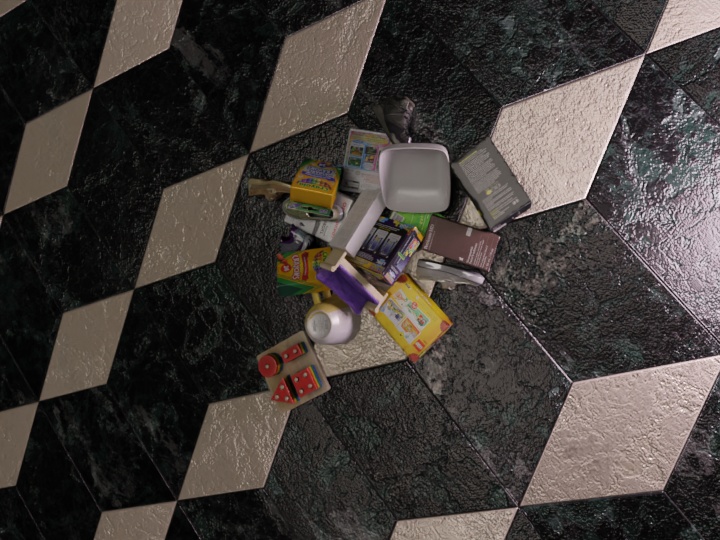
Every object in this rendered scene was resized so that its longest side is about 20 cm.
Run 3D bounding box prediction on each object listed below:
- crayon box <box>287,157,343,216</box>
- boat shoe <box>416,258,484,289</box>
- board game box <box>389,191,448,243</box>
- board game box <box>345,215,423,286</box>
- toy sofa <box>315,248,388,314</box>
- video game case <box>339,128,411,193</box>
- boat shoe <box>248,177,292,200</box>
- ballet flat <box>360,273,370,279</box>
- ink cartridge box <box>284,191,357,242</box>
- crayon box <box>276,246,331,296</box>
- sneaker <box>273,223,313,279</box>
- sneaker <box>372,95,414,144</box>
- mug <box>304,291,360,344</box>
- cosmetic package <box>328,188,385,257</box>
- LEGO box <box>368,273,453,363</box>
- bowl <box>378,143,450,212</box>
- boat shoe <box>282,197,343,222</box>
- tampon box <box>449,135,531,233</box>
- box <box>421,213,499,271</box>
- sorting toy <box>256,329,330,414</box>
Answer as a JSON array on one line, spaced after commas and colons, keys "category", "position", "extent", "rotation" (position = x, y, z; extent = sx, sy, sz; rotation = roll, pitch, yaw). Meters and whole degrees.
[{"category": "crayon box", "position": [-0.126, -0.243, 1.504], "extent": [0.122, 0.203, 0.053], "rotation": [11, 132, 2]}, {"category": "boat shoe", "position": [0.246, 0.020, 1.472], "extent": [0.195, 0.072, 0.068], "rotation": [14, 100, 20]}, {"category": "board game box", "position": [0.184, -0.134, 1.514], "extent": [0.198, 0.030, 0.097], "rotation": [35, 102, 18]}, {"category": "board game box", "position": [0.058, -0.063, 1.470], "extent": [0.198, 0.057, 0.167], "rotation": [23, 75, 50]}, {"category": "toy sofa", "position": [-0.025, 0.041, 1.456], "extent": [0.200, 0.082, 0.098], "rotation": [44, 77, -27]}, {"category": "video game case", "position": [0.042, -0.317, 1.565], "extent": [0.195, 0.024, 0.188], "rotation": [13, 95, 20]}, {"category": "boat shoe", "position": [-0.273, -0.253, 1.663], "extent": [0.195, 0.071, 0.067], "rotation": [11, 100, 30]}, {"category": "ballet flat", "position": [0.000, 0.000, 1.573], "extent": [0.196, 0.072, 0.074], "rotation": [-23, 83, 19]}, {"category": "ink cartridge box", "position": [-0.113, -0.178, 1.593], "extent": [0.196, 0.083, 0.149], "rotation": [25, 99, 19]}, {"category": "crayon box", "position": [-0.145, 0.000, 1.529], "extent": [0.194, 0.052, 0.129], "rotation": [-8, 49, -2]}, {"category": "sneaker", "position": [-0.226, -0.059, 1.618], "extent": [0.087, 0.075, 0.200], "rotation": [40, 122, -6]}, {"category": "sneaker", "position": [0.118, -0.418, 1.490], "extent": [0.113, 0.076, 0.203], "rotation": [-31, 64, 13]}, {"category": "mug", "position": [-0.105, 0.141, 1.560], "extent": [0.186, 0.153, 0.151], "rotation": [41, 104, 15]}, {"category": "cosmetic package", "position": [-0.003, -0.137, 1.504], "extent": [0.082, 0.051, 0.203], "rotation": [14, 67, 50]}, {"category": "LEGO box", "position": [0.144, 0.134, 1.507], "extent": [0.149, 0.077, 0.201], "rotation": [-46, 76, 16]}, {"category": "bowl", "position": [0.152, -0.262, 1.440], "extent": [0.194, 0.076, 0.204], "rotation": [3, 130, 14]}, {"category": "boat shoe", "position": [-0.146, -0.181, 1.526], "extent": [0.195, 0.062, 0.074], "rotation": [9, 94, 21]}, {"category": "tampon box", "position": [0.345, -0.222, 1.387], "extent": [0.125, 0.149, 0.203], "rotation": [-33, 80, 16]}, {"category": "box", "position": [0.273, -0.078, 1.440], "extent": [0.195, 0.075, 0.103], "rotation": [18, 99, 9]}, {"category": "sorting toy", "position": [-0.224, 0.326, 1.652], "extent": [0.196, 0.069, 0.204], "rotation": [-29, 82, 18]}]
